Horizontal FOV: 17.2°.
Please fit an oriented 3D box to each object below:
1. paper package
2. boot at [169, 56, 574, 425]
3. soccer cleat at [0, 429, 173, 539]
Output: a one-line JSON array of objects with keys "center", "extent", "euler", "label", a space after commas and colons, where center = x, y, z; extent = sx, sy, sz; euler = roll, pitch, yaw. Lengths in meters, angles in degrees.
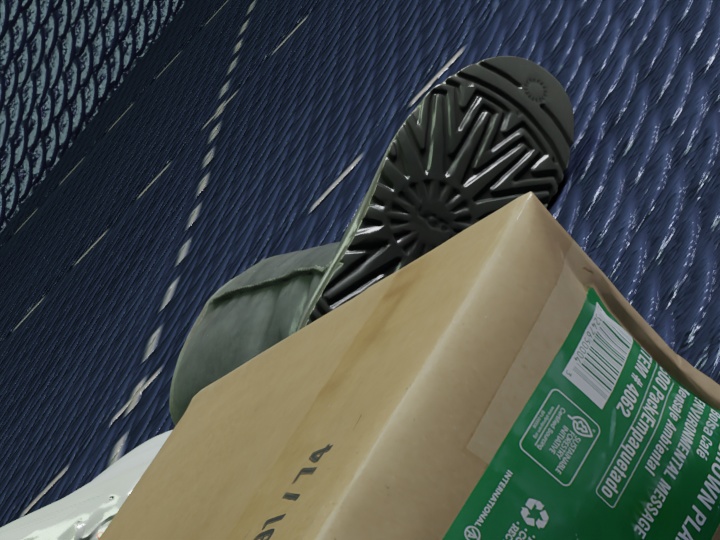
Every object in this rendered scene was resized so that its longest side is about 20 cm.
[{"center": [-0.011, 0.107, 0.592], "extent": [0.191, 0.103, 0.200], "euler": [-31, 20, 52], "label": "paper package"}, {"center": [-0.001, -0.002, 1.034], "extent": [0.182, 0.073, 0.200], "euler": [-50, 5, -16], "label": "boot"}, {"center": [-0.115, 0.123, 0.951], "extent": [0.200, 0.069, 0.078], "euler": [-37, 11, -28], "label": "soccer cleat"}]
